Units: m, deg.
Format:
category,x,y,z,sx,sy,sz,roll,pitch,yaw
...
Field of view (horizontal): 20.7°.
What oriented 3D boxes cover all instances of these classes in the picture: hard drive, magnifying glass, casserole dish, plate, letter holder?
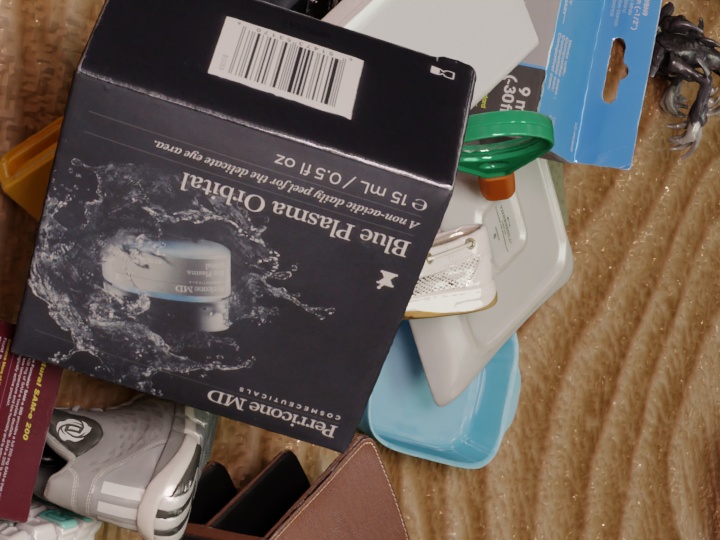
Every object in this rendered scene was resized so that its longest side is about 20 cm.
category,x,y,z,sx,sy,sz,roll,pitch,yaw
hard drive,0.022,-0.126,1.239,0.200,0.027,0.132,-45,138,-15
magnifying glass,0.089,-0.075,1.307,0.200,0.080,0.022,62,21,-78
casserole dish,0.051,0.079,1.457,0.200,0.039,0.121,19,81,-51
plate,0.093,-0.031,1.444,0.200,0.032,0.200,-42,126,-41
letter holder,-0.040,0.216,1.316,0.142,0.101,0.200,-42,127,-42

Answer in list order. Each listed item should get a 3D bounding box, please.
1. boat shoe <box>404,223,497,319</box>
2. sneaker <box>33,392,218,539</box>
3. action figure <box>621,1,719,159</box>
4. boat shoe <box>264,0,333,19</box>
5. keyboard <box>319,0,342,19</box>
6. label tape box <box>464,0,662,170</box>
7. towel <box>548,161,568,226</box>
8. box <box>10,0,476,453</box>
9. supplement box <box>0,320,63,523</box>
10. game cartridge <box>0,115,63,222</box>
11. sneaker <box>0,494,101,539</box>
category,x,y,z,sx,sy,sz,roll,pitch,yaw
boat shoe,0.000,0.000,1.326,0.200,0.071,0.069,-8,101,-29
sneaker,-0.146,0.090,1.182,0.200,0.115,0.075,-80,-178,-71
action figure,0.288,-0.152,1.659,0.102,0.200,0.119,-62,-176,34
boat shoe,-0.063,-0.120,1.261,0.075,0.062,0.200,50,58,-45
keyboard,0.010,-0.159,1.274,0.104,0.040,0.200,20,80,-63
label tape box,0.099,-0.158,1.349,0.066,0.200,0.143,46,55,-78
towel,0.091,-0.098,1.492,0.193,0.035,0.200,-28,114,-50
box,-0.064,-0.031,1.051,0.117,0.197,0.200,-78,-173,-50
supplement box,-0.254,0.065,1.049,0.200,0.061,0.109,22,79,-50
game cartridge,-0.087,-0.048,1.177,0.200,0.176,0.032,46,18,-46
sneaker,-0.221,0.189,1.103,0.200,0.078,0.091,-10,107,-49
